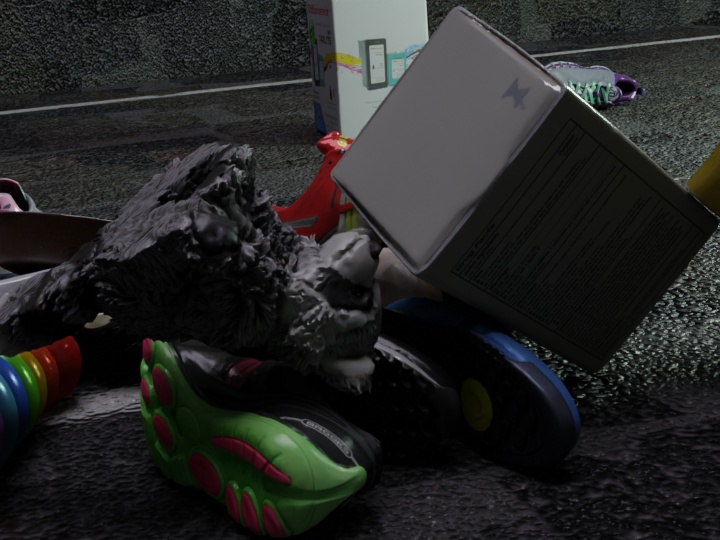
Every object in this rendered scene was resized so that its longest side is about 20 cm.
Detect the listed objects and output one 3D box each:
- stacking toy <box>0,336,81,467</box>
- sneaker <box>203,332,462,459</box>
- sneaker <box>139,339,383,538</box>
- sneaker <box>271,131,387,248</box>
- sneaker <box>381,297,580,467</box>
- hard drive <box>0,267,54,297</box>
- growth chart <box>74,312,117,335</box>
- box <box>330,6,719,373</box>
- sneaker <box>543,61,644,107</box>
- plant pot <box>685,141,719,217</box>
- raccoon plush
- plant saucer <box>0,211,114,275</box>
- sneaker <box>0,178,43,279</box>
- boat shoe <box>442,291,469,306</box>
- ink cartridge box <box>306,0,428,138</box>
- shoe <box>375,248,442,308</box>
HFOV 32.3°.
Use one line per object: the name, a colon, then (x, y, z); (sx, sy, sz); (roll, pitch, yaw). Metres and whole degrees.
stacking toy: (-0.218, 0.071, 0.725); (0.084, 0.087, 0.200); (-2, 11, 8)
sneaker: (-0.013, 0.054, 0.739); (0.198, 0.071, 0.090); (5, 20, 37)
sneaker: (-0.060, 0.081, 0.669); (0.083, 0.078, 0.199); (-7, 25, -35)
sneaker: (0.007, -0.062, 0.835); (0.199, 0.086, 0.077); (-32, -10, 21)
sneaker: (0.076, 0.055, 0.723); (0.077, 0.067, 0.199); (-7, 15, -27)
hard drive: (-0.299, 0.038, 0.855); (0.197, 0.027, 0.132); (-14, -3, -13)
growth chart: (-0.137, 0.030, 0.866); (0.197, 0.018, 0.145); (-6, -1, 8)
box: (0.102, -0.042, 0.744); (0.199, 0.128, 0.109); (29, 15, -45)
sneaker: (0.340, -0.275, 1.865); (0.198, 0.076, 0.087); (-15, 24, -38)
plant pot: (0.346, -0.077, 0.760); (0.199, 0.177, 0.200); (39, 26, 9)
raccoon plush: (-0.081, 0.022, 0.644); (0.198, 0.135, 0.097); (-23, 29, 31)
plant saucer: (-0.184, -0.006, 0.913); (0.197, 0.035, 0.200); (7, -7, 1)
sneaker: (-0.329, -0.052, 1.191); (0.069, 0.083, 0.200); (-7, 15, -12)
boat shoe: (0.090, -0.022, 0.989); (0.059, 0.073, 0.201); (2, 18, 7)
ink cartridge box: (0.012, -0.303, 1.797); (0.144, 0.203, 0.147); (-8, 15, -15)
shoe: (0.000, 0.000, 0.933); (0.053, 0.071, 0.200); (-1, 15, -21)
